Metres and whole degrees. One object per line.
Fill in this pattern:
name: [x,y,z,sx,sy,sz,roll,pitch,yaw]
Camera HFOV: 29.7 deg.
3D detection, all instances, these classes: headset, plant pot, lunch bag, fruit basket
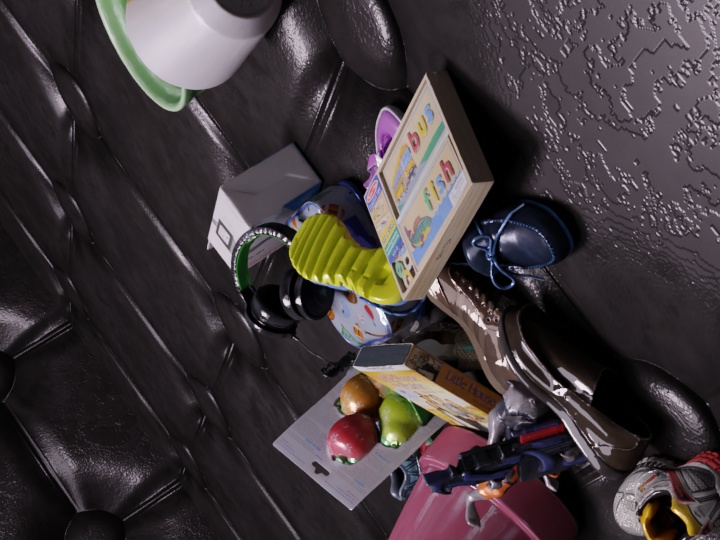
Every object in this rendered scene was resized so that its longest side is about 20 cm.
headset: [-0.074,0.035,1.616,0.123,0.094,0.200,-30,86,40]
plant pot: [0.122,0.311,1.574,0.200,0.179,0.200,36,163,13]
lunch bag: [-0.004,-0.003,1.617,0.200,0.075,0.160,58,156,-1]
fruit basket: [0.014,0.191,1.678,0.185,0.200,0.094,29,160,49]

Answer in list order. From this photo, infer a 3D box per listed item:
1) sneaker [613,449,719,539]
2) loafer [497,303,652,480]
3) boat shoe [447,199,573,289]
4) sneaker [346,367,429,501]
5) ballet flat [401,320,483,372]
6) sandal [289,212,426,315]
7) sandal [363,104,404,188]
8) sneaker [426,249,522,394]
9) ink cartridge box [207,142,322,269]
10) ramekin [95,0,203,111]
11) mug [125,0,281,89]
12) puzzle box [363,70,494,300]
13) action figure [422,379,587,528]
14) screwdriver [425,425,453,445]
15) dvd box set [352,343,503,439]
sneaker: [0.286,0.222,1.292,0.078,0.082,0.200,54,159,7]
loafer: [0.215,0.105,1.320,0.200,0.073,0.071,51,130,10]
boat shoe: [0.130,-0.019,1.310,0.084,0.069,0.200,61,158,-9]
sneaker: [0.032,0.217,1.809,0.200,0.095,0.079,57,158,1]
ballet flat: [0.088,0.090,1.541,0.200,0.075,0.068,162,103,-69]
sandal: [0.000,0.000,1.496,0.200,0.080,0.087,31,178,42]
sandal: [0.030,-0.091,1.450,0.082,0.050,0.203,46,156,25]
sneaker: [0.134,0.034,1.407,0.200,0.070,0.075,55,139,-3]
ink cartridge box: [-0.125,-0.068,1.730,0.067,0.116,0.200,52,158,11]
ramekin: [-0.232,-0.305,1.654,0.200,0.098,0.200,45,155,28]
mug: [-0.171,-0.304,1.475,0.187,0.149,0.153,54,151,-11]
puzzle box: [0.062,-0.079,1.317,0.200,0.025,0.133,117,140,-51]
action figure: [0.144,0.182,1.400,0.194,0.199,0.105,98,157,-47]
screwdriver: [0.114,0.197,1.703,0.200,0.028,0.029,143,124,-69]
dvd box set: [0.103,0.142,1.517,0.200,0.029,0.146,32,164,-18]
